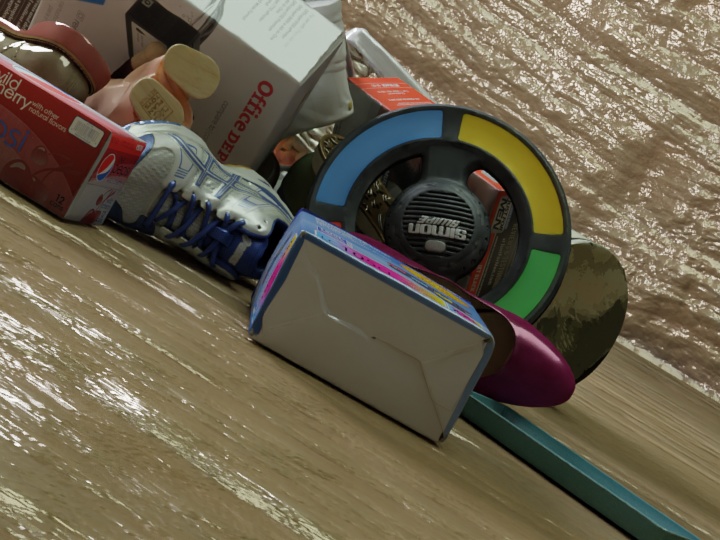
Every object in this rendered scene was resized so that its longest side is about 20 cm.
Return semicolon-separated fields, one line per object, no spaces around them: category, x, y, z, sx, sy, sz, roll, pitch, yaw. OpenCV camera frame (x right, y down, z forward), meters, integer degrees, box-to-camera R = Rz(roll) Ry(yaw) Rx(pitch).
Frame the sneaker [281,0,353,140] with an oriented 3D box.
sneaker;-0.100;-0.151;1.558;0.199;0.116;0.074;0;21;26

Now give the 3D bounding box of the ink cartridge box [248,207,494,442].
ink cartridge box;0.003;0.028;1.241;0.136;0.077;0.200;30;3;-5

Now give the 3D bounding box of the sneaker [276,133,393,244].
sneaker;0.000;0.000;1.526;0.067;0.090;0.201;-19;76;-54

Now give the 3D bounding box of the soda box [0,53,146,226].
soda box;-0.237;-0.105;1.227;0.200;0.064;0.070;32;5;12

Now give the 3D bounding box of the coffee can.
coffee can;0.121;0.005;1.764;0.146;0.147;0.200;26;6;-41

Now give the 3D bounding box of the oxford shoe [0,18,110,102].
oxford shoe;-0.256;-0.132;1.385;0.200;0.075;0.071;2;-44;55

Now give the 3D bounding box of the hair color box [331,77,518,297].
hair color box;0.054;-0.065;1.591;0.064;0.111;0.200;-7;33;-41

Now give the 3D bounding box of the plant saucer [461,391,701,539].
plant saucer;0.142;0.135;1.303;0.200;0.019;0.070;35;6;41

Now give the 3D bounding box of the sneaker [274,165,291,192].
sneaker;-0.073;-0.046;1.656;0.089;0.074;0.200;53;8;19

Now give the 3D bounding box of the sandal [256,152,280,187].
sandal;-0.160;-0.106;1.545;0.199;0.082;0.055;28;-20;7

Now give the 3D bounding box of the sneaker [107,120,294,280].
sneaker;-0.101;-0.040;1.319;0.200;0.075;0.088;15;25;-52

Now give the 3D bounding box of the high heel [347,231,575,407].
high heel;0.058;0.038;1.367;0.199;0.068;0.096;25;-4;9

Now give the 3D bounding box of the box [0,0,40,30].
box;-0.229;-0.159;1.646;0.200;0.100;0.075;29;5;6

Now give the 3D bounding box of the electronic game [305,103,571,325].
electronic game;0.057;-0.030;1.455;0.200;0.200;0.042;31;-16;8

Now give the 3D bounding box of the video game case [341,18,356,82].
video game case;-0.105;-0.203;1.624;0.199;0.023;0.182;13;-32;19

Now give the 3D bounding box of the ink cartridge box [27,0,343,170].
ink cartridge box;-0.135;-0.170;1.466;0.200;0.145;0.084;36;44;-1

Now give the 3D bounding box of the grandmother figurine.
grandmother figurine;-0.180;-0.112;1.403;0.200;0.121;0.061;-4;-57;59

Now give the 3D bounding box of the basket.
basket;-0.025;-0.113;1.799;0.136;0.123;0.200;45;-20;-7
